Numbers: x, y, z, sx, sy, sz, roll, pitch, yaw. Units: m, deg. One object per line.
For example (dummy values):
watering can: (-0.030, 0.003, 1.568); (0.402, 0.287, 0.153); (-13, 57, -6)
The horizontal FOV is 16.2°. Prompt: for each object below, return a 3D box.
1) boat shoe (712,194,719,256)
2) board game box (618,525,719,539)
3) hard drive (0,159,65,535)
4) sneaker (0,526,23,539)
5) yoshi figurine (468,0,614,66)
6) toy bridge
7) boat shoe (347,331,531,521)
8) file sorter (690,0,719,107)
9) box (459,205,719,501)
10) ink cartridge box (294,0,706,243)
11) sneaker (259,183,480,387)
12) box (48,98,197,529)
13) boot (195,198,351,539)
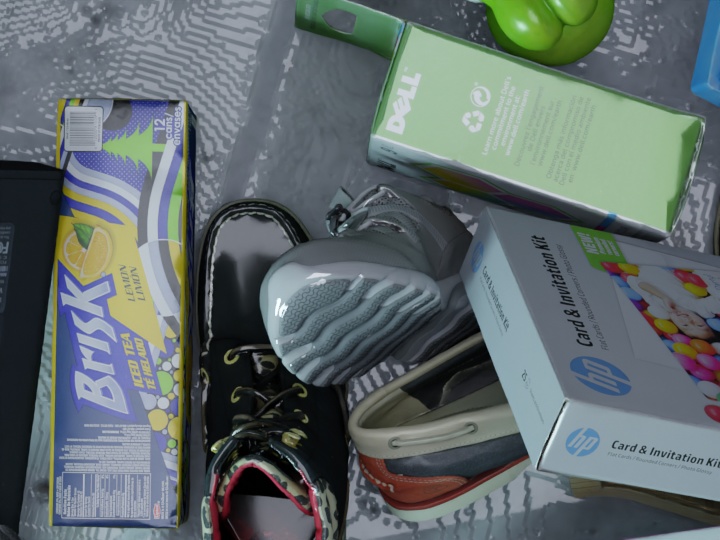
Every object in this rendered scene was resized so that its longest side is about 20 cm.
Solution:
boat shoe: (0.210, -0.045, 1.207); (0.074, 0.073, 0.202); (0, 87, -1)
board game box: (0.107, 0.159, 1.127); (0.199, 0.147, 0.065); (-11, 75, 17)
hard drive: (-0.204, 0.050, 1.131); (0.033, 0.139, 0.202); (15, 101, 41)
sneaker: (-0.143, 0.177, 1.156); (0.200, 0.075, 0.082); (33, 99, -33)
yoshi figurine: (0.058, -0.168, 1.190); (0.111, 0.113, 0.201); (0, 48, -34)
toy bridge: (0.199, 0.089, 1.208); (0.198, 0.027, 0.068); (-8, 118, 9)
boat shoe: (0.087, 0.045, 1.193); (0.199, 0.071, 0.063); (-30, 131, -3)
file sorter: (0.273, -0.116, 1.136); (0.199, 0.122, 0.140); (24, 68, -26)
box: (0.154, 0.044, 1.096); (0.199, 0.156, 0.041); (11, 119, -17)
ink cartridge box: (0.055, -0.069, 1.191); (0.199, 0.104, 0.060); (18, 86, 0)
sneaker: (0.000, 0.000, 1.153); (0.075, 0.200, 0.082); (-37, 76, 18)
box: (-0.112, 0.021, 1.200); (0.064, 0.070, 0.202); (2, 87, 0)
boot: (-0.040, 0.065, 1.156); (0.073, 0.154, 0.205); (-6, 88, 1)
